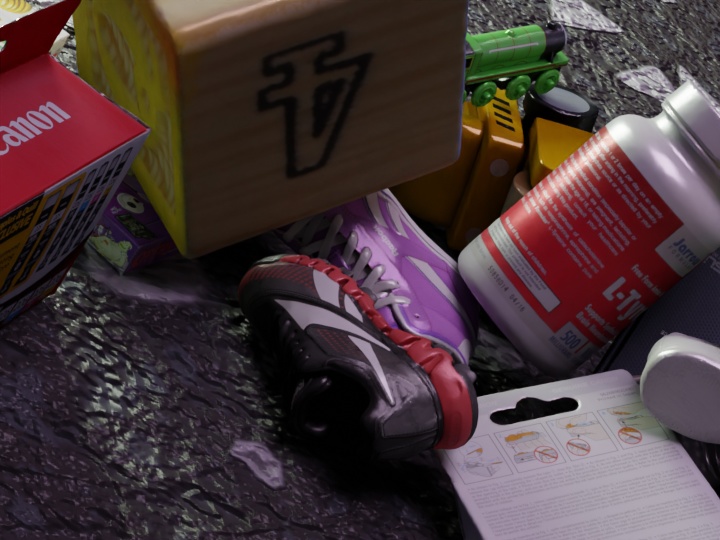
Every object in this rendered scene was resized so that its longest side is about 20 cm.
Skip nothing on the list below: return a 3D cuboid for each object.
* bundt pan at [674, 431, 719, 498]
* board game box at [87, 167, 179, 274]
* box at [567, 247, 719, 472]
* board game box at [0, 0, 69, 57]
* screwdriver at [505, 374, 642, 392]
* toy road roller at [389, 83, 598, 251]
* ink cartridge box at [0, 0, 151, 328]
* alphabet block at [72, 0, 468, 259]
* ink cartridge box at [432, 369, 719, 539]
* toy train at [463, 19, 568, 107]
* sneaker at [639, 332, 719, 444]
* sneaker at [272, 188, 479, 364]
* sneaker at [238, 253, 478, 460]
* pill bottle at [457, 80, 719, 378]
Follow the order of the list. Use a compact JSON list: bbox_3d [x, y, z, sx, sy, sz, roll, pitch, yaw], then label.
[{"bbox_3d":[0.254,0.155,1.640,0.200,0.076,0.203,7,54,-9],"label":"bundt pan"},{"bbox_3d":[-0.141,-0.063,1.678,0.120,0.032,0.200,45,27,11],"label":"board game box"},{"bbox_3d":[0.264,0.091,1.739,0.199,0.158,0.051,35,-6,1],"label":"box"},{"bbox_3d":[-0.287,-0.157,1.657,0.126,0.035,0.200,37,26,4],"label":"board game box"},{"bbox_3d":[0.197,0.075,1.699,0.199,0.028,0.029,-9,46,-2],"label":"screwdriver"},{"bbox_3d":[0.092,-0.061,1.847,0.145,0.124,0.200,15,26,-8],"label":"toy road roller"},{"bbox_3d":[-0.206,-0.045,1.400,0.084,0.176,0.200,36,26,6],"label":"ink cartridge box"},{"bbox_3d":[-0.061,-0.161,1.599,0.199,0.197,0.196,-19,49,-17],"label":"alphabet block"},{"bbox_3d":[0.135,0.152,1.549,0.161,0.050,0.200,-10,40,-21],"label":"ink cartridge box"},{"bbox_3d":[0.071,-0.145,1.810,0.199,0.057,0.042,-15,48,-35],"label":"toy train"},{"bbox_3d":[0.271,0.098,1.602,0.199,0.075,0.089,35,22,0],"label":"sneaker"},{"bbox_3d":[0.001,0.000,1.665,0.200,0.073,0.115,36,29,-15],"label":"sneaker"},{"bbox_3d":[-0.022,0.055,1.557,0.098,0.071,0.200,-22,43,-34],"label":"sneaker"},{"bbox_3d":[0.171,-0.030,1.691,0.112,0.200,0.112,47,10,-11],"label":"pill bottle"}]
